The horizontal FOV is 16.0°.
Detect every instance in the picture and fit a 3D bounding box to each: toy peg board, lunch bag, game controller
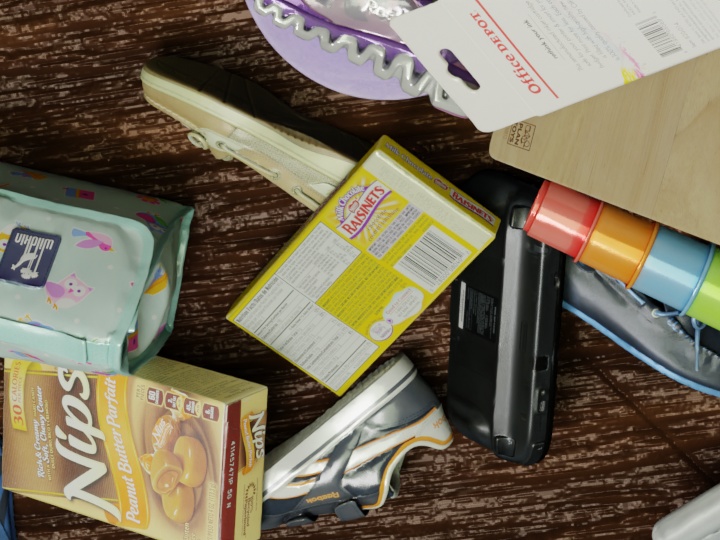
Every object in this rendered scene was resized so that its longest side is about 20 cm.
[{"bbox_3d":[0.211,-0.138,1.662,0.199,0.098,0.201,23,103,34],"label":"toy peg board"},{"bbox_3d":[-0.216,0.006,1.752,0.170,0.200,0.122,13,107,5],"label":"lunch bag"},{"bbox_3d":[0.099,0.032,1.773,0.042,0.104,0.201,-6,110,-28],"label":"game controller"}]

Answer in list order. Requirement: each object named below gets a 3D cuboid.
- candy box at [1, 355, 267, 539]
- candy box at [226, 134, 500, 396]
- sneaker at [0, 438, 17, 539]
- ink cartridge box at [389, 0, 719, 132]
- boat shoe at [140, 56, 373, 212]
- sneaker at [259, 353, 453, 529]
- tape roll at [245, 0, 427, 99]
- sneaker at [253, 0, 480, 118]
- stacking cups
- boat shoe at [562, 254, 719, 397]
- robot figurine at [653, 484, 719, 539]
[{"bbox_3d":[-0.162,0.119,1.811,0.200,0.055,0.116,13,108,31],"label":"candy box"},{"bbox_3d":[0.000,0.000,1.769,0.102,0.026,0.200,37,129,-8],"label":"candy box"},{"bbox_3d":[-0.293,0.183,1.877,0.066,0.078,0.201,-7,103,12],"label":"sneaker"},{"bbox_3d":[0.131,-0.170,1.580,0.200,0.067,0.117,-19,128,33],"label":"ink cartridge box"},{"bbox_3d":[-0.066,-0.083,1.775,0.200,0.073,0.063,25,110,-9],"label":"boat shoe"},{"bbox_3d":[-0.023,0.148,1.828,0.200,0.078,0.079,-37,97,17],"label":"sneaker"},{"bbox_3d":[0.020,-0.220,1.716,0.199,0.085,0.201,2,106,7],"label":"tape roll"},{"bbox_3d":[0.005,-0.178,1.650,0.200,0.081,0.089,25,103,-6],"label":"sneaker"},{"bbox_3d":[0.206,-0.006,1.683,0.200,0.061,0.061,27,107,1],"label":"stacking cups"},{"bbox_3d":[0.208,0.022,1.755,0.200,0.084,0.069,27,121,-2],"label":"boat shoe"},{"bbox_3d":[0.277,0.210,1.776,0.200,0.113,0.170,-40,115,16],"label":"robot figurine"}]
